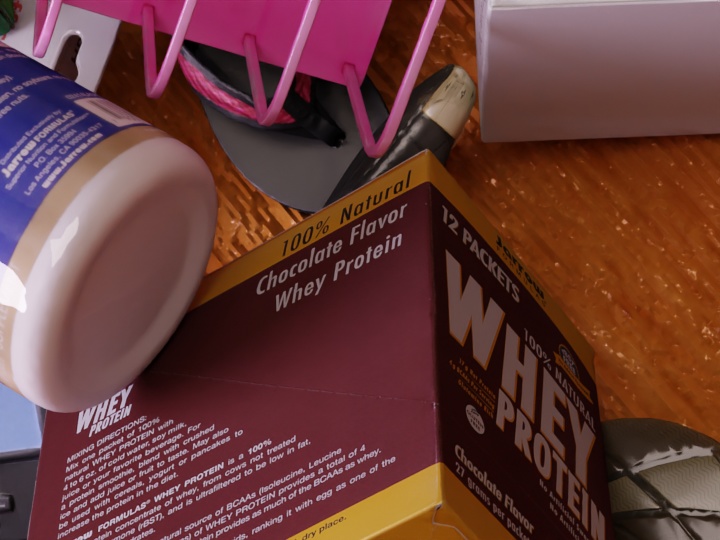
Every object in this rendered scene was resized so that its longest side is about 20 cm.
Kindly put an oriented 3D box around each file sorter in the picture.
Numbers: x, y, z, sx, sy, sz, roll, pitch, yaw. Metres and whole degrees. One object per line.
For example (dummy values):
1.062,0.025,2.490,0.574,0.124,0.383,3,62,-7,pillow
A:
-0.065,-0.144,0.969,0.199,0.126,0.140,15,112,-14,file sorter

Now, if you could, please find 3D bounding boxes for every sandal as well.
-0.056,-0.108,1.117,0.075,0.045,0.201,-35,85,5,sandal
0.078,0.129,1.026,0.200,0.054,0.082,-37,65,20,sandal

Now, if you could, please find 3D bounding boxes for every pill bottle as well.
-0.165,-0.038,0.964,0.199,0.116,0.116,29,84,22,pill bottle

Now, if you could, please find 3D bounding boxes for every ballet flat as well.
0.000,0.000,1.078,0.057,0.066,0.201,29,99,-3,ballet flat

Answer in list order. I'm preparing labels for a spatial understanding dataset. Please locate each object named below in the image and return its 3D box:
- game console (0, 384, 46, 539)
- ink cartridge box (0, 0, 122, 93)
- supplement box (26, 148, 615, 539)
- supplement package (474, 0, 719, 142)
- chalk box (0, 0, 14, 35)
-0.223,0.040,1.058,0.171,0.119,0.202,-7,99,6,game console
-0.199,-0.100,1.168,0.199,0.067,0.117,16,78,21,ink cartridge box
-0.015,0.099,0.950,0.197,0.133,0.201,-29,34,21,supplement box
0.121,-0.176,1.032,0.149,0.152,0.201,-2,73,1,supplement package
-0.236,-0.165,1.097,0.124,0.124,0.201,-11,69,11,chalk box
